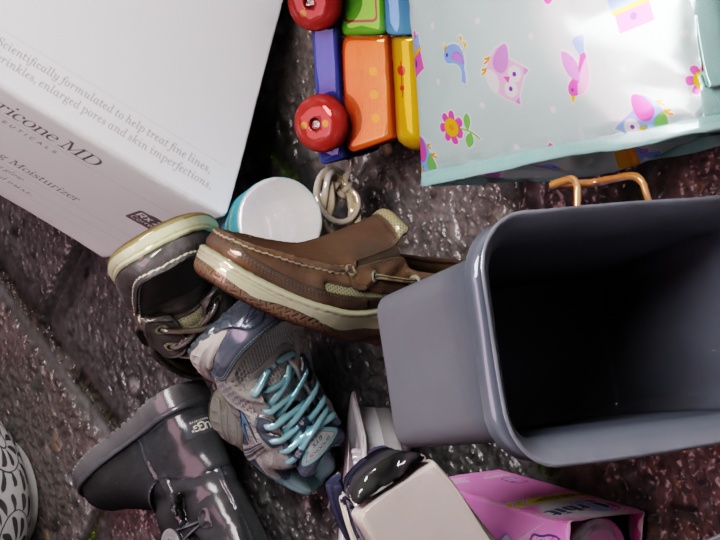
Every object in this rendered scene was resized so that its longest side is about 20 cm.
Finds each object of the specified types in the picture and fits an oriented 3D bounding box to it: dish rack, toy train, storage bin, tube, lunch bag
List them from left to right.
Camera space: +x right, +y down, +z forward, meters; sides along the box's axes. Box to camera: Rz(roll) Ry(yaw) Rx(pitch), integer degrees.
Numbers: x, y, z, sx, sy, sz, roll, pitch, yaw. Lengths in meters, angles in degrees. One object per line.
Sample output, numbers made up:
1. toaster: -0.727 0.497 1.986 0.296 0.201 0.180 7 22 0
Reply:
1. tube: -0.067 -0.016 1.532 0.200 0.050 0.078 146 120 -75
2. dish rack: 0.008 0.182 1.462 0.172 0.043 0.202 -102 16 -81
3. toy train: 0.029 -0.086 1.455 0.115 0.085 0.202 1 99 29
4. storage bin: 0.108 0.029 1.297 0.134 0.199 0.147 -16 82 55
5. lunch bag: 0.122 -0.137 1.314 0.199 0.121 0.172 -11 84 52

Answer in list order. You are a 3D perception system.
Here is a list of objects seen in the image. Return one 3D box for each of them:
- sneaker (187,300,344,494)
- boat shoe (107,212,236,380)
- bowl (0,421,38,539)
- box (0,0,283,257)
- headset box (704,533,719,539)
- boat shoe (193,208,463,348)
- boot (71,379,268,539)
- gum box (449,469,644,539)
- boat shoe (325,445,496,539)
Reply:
1. sneaker: -0.044 0.073 1.493 0.086 0.077 0.200 46 167 20
2. boat shoe: -0.104 0.020 1.493 0.201 0.071 0.066 91 153 -76
3. bowl: -0.293 0.167 1.786 0.200 0.094 0.202 4 95 46
4. box: -0.169 -0.147 1.514 0.130 0.198 0.201 -17 51 46
5. headset box: 0.242 0.201 1.230 0.174 0.092 0.201 -33 69 43
6. boat shoe: -0.004 -0.002 1.402 0.075 0.202 0.075 27 97 49
7. boot: -0.108 0.193 1.614 0.201 0.065 0.165 64 147 13
8. gum box: 0.090 0.224 1.409 0.113 0.066 0.202 12 102 46
9. boat shoe: 0.053 0.177 1.339 0.201 0.074 0.093 61 169 -12
